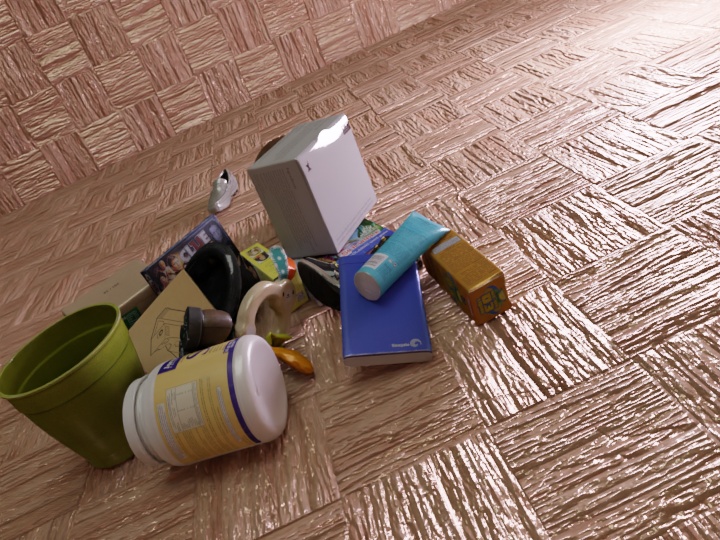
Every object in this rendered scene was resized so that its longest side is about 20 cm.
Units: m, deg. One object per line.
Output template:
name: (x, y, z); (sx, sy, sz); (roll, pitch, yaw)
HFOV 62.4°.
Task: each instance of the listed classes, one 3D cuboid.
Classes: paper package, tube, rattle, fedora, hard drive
paper package: (-0.501, 0.083, 1.260); (0.199, 0.106, 0.188); (-40, 33, -28)
tube: (0.065, -0.032, 0.946); (0.076, 0.051, 0.200); (31, 50, 19)
rattle: (-0.113, 0.055, 0.977); (0.140, 0.131, 0.203); (-8, 42, 42)
fedora: (-0.264, 0.047, 1.130); (0.197, 0.208, 0.090); (7, -2, 43)
hard drive: (0.033, 0.053, 0.912); (0.127, 0.026, 0.204); (-4, 45, -1)

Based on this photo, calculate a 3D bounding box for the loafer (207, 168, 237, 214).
loafer: (-0.409, -0.231, 1.730); (0.068, 0.071, 0.202); (-16, 30, 11)

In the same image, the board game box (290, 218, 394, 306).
board game box: (-0.050, -0.032, 1.175); (0.197, 0.042, 0.198); (-34, 31, -17)

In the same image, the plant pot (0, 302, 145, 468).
plant pot: (-0.415, 0.192, 0.927); (0.194, 0.197, 0.203); (-18, 30, 10)

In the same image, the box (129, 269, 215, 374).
box: (-0.325, 0.115, 1.054); (0.164, 0.021, 0.199); (-47, 52, -4)

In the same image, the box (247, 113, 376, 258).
box: (-0.087, -0.166, 1.170); (0.127, 0.204, 0.200); (-4, 33, 34)

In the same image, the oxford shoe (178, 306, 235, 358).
oxford shoe: (-0.238, 0.110, 0.918); (0.082, 0.075, 0.199); (2, -17, -23)

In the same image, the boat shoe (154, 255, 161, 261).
boat shoe: (-0.397, -0.016, 1.385); (0.194, 0.073, 0.066); (-15, 41, 10)

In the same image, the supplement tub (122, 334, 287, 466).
supplement tub: (-0.215, 0.187, 0.837); (0.194, 0.149, 0.147); (-17, 29, 10)

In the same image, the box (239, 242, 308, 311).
box: (-0.173, 0.010, 1.167); (0.049, 0.077, 0.198); (-31, 29, -20)

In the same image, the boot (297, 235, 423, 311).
boot: (0.000, 0.000, 1.034); (0.196, 0.075, 0.150); (22, 50, 34)

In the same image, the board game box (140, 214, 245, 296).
board game box: (-0.343, -0.004, 1.246); (0.034, 0.137, 0.201); (-12, 29, 47)

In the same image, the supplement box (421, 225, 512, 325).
supplement box: (0.160, 0.002, 0.941); (0.067, 0.068, 0.200); (-27, 29, -7)

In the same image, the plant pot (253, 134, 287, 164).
plant pot: (-0.146, -0.180, 1.369); (0.182, 0.190, 0.202); (-23, 42, -1)
